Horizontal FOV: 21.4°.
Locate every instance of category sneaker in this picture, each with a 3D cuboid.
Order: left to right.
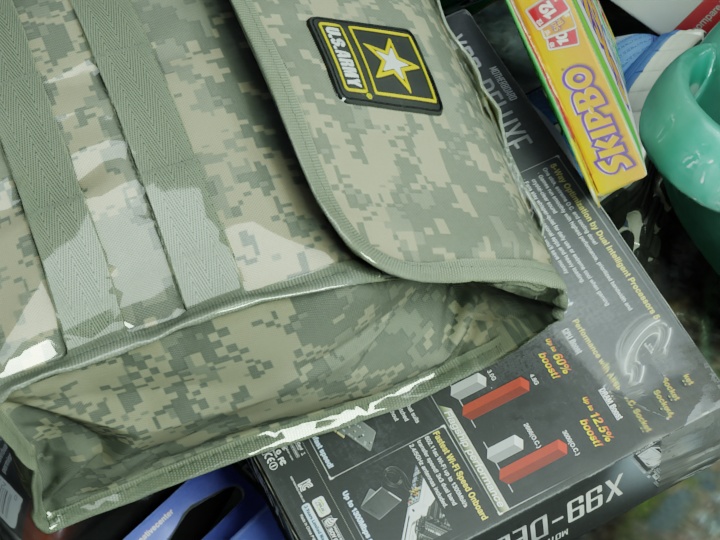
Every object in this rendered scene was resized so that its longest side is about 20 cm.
[{"bbox_3d":[0.085,-0.026,0.838,0.089,0.079,0.201,11,55,38],"label":"sneaker"}]

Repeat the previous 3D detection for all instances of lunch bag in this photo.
[{"bbox_3d":[-0.044,-0.030,0.640,0.198,0.118,0.165,-19,61,-8],"label":"lunch bag"}]

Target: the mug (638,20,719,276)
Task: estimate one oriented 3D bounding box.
[{"bbox_3d":[0.194,-0.062,0.777,0.152,0.185,0.115,-36,52,5],"label":"mug"}]

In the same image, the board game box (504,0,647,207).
[{"bbox_3d":[0.077,-0.101,0.742,0.030,0.096,0.200,-22,20,15],"label":"board game box"}]

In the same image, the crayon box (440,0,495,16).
[{"bbox_3d":[-0.035,-0.135,0.827,0.058,0.199,0.120,-12,80,-43],"label":"crayon box"}]

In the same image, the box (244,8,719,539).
[{"bbox_3d":[0.018,0.015,0.702,0.157,0.050,0.201,-26,60,-10],"label":"box"}]

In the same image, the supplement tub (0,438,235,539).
[{"bbox_3d":[-0.143,0.036,0.783,0.107,0.107,0.200,-37,58,-21],"label":"supplement tub"}]

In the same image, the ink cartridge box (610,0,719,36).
[{"bbox_3d":[0.129,-0.202,0.881,0.199,0.084,0.145,31,45,-13],"label":"ink cartridge box"}]

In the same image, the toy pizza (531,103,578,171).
[{"bbox_3d":[0.000,0.000,0.792,0.199,0.032,0.202,-17,54,25],"label":"toy pizza"}]

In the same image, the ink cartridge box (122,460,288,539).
[{"bbox_3d":[0.001,0.146,0.694,0.200,0.042,0.119,43,66,13],"label":"ink cartridge box"}]
